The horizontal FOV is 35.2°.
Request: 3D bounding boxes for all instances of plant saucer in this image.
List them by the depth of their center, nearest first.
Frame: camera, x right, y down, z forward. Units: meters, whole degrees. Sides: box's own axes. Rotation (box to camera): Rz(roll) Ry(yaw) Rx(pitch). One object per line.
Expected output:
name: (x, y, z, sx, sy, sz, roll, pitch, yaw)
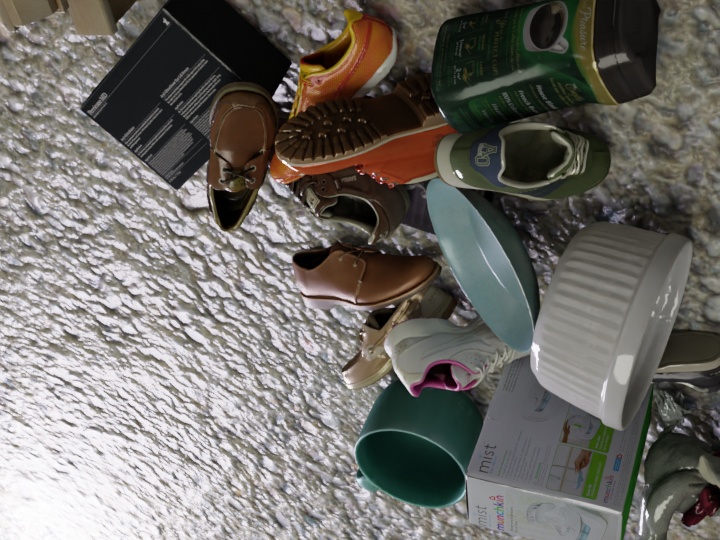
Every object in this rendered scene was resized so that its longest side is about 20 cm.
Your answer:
plant saucer: (0.135, -0.013, 1.164, 0.202, 0.038, 0.201, 58, 168, 20)

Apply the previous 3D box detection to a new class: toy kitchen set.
toy kitchen set: (-0.233, -0.305, 1.063, 0.178, 0.164, 0.201, 7, 134, 22)

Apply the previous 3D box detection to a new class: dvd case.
dvd case: (0.050, -0.110, 1.214, 0.198, 0.016, 0.150, 19, 136, 12)

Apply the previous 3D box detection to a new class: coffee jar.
coffee jar: (0.166, -0.189, 1.006, 0.198, 0.105, 0.085, -7, 151, 33)

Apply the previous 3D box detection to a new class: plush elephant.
plush elephant: (0.403, 0.239, 1.257, 0.154, 0.163, 0.203, 14, 118, 52)

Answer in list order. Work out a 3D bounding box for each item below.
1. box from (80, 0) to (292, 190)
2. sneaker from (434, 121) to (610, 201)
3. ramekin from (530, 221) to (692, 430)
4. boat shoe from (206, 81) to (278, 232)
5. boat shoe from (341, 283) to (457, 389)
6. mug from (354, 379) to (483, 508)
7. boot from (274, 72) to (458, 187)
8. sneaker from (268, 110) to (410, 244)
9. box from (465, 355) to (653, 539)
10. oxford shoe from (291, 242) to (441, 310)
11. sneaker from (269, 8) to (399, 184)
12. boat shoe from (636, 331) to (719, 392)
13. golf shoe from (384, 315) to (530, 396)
box: (-0.188, -0.196, 1.210, 0.141, 0.079, 0.199, 39, 138, -17)
sneaker: (0.171, -0.099, 1.033, 0.090, 0.198, 0.068, 2, 93, 58)
ramekin: (0.248, 0.047, 1.133, 0.104, 0.201, 0.202, 21, 139, 21)
boat shoe: (-0.122, -0.111, 1.164, 0.071, 0.069, 0.201, 2, 151, -7)
boat shoe: (0.033, 0.073, 1.368, 0.064, 0.071, 0.200, 41, 127, -8)
mug: (0.068, 0.208, 1.443, 0.183, 0.115, 0.153, 0, 132, 29)
boot: (0.011, -0.115, 1.103, 0.198, 0.075, 0.108, -16, 142, -19)
sneaker: (-0.043, -0.100, 1.205, 0.198, 0.076, 0.071, 28, 138, 5)
box: (0.228, 0.200, 1.285, 0.174, 0.201, 0.097, 9, 135, 19)
oxford shoe: (0.000, 0.000, 1.311, 0.198, 0.072, 0.072, -5, 123, 33)
sneaker: (-0.042, -0.174, 1.128, 0.077, 0.073, 0.201, 23, 117, -26)
boat shoe: (0.302, 0.110, 1.253, 0.198, 0.073, 0.063, -3, 129, 23)
golf shoe: (0.129, 0.098, 1.276, 0.197, 0.092, 0.076, -7, 136, -9)
